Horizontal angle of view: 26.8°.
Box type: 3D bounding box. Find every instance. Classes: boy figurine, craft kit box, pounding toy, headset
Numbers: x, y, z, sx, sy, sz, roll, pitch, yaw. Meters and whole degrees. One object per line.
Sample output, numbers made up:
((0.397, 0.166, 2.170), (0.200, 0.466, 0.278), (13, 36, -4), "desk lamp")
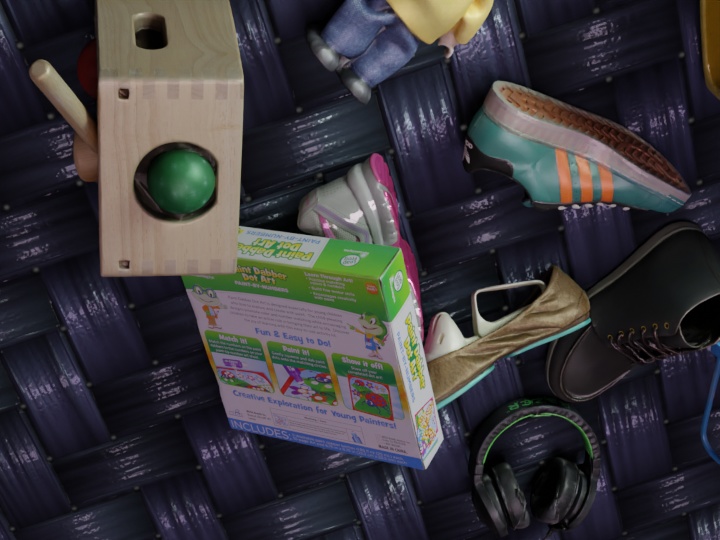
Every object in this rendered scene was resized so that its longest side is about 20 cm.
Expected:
((0.047, -0.220, 1.127), (0.200, 0.065, 0.124), (-42, 120, 15), "boy figurine")
((-0.042, 0.061, 1.234), (0.198, 0.049, 0.199), (9, 133, 29), "craft kit box")
((-0.159, -0.103, 1.078), (0.140, 0.201, 0.186), (-1, 122, -10), "pounding toy")
((0.164, 0.220, 1.410), (0.122, 0.094, 0.202), (-2, 111, -9), "headset")

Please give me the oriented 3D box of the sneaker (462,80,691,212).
((0.174, -0.084, 1.239), (0.198, 0.072, 0.080), (22, 121, -17), "sneaker")

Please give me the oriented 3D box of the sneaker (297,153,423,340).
((0.000, 0.000, 1.254), (0.087, 0.082, 0.202), (-13, 121, 6), "sneaker")

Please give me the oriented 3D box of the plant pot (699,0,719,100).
((0.384, -0.213, 1.127), (0.198, 0.195, 0.197), (-18, 124, -9), "plant pot")

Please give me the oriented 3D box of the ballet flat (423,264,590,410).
((0.105, 0.056, 1.299), (0.199, 0.068, 0.073), (-29, 91, -10), "ballet flat")

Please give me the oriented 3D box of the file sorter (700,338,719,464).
((0.415, 0.110, 1.324), (0.198, 0.139, 0.124), (-22, 134, -29), "file sorter")

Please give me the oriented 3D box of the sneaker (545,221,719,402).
((0.240, 0.057, 1.314), (0.074, 0.107, 0.201), (28, 113, -25), "sneaker")
